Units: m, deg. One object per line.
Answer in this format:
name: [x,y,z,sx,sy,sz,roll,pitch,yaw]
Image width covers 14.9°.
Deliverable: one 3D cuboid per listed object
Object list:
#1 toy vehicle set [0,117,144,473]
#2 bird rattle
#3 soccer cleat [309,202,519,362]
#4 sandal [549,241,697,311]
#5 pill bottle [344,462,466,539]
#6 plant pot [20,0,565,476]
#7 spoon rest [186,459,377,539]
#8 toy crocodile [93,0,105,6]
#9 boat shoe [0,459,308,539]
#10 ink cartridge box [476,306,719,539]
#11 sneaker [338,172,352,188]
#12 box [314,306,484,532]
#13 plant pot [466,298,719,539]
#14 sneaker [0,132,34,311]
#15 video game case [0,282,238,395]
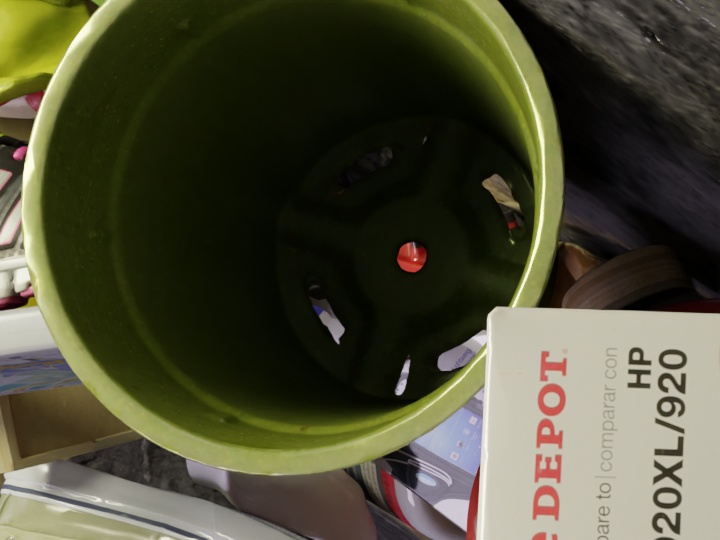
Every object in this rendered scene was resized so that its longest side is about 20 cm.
toy vehicle set: [-0.149,-0.008,1.394,0.027,0.124,0.200,-11,90,53]
bird rattle: [-0.156,-0.110,1.293,0.163,0.113,0.200,3,169,17]
soccer cleat: [0.000,0.000,1.292,0.200,0.069,0.085,13,130,34]
sandal: [0.100,0.014,1.193,0.212,0.078,0.070,92,156,-71]
pill bottle: [0.008,0.059,1.514,0.200,0.120,0.120,27,167,43]
plant pot: [-0.001,-0.015,1.057,0.200,0.200,0.190,34,-178,18]
spoon rest: [-0.047,0.106,1.414,0.099,0.061,0.200,30,164,27]
toy crocodile: [-0.186,-0.146,1.425,0.067,0.062,0.200,-4,-167,-32]
boat shoe: [-0.096,0.144,1.386,0.200,0.062,0.072,13,169,26]
ink cartridge box: [0.139,0.101,0.901,0.200,0.147,0.145,2,163,8]
sneaker: [-0.077,-0.055,1.424,0.088,0.074,0.200,47,168,-26]
box: [0.049,0.055,1.364,0.200,0.119,0.041,38,-150,1]
plant pot: [0.148,0.120,1.089,0.200,0.200,0.183,28,159,42]
sneaker: [-0.144,-0.032,1.209,0.074,0.200,0.087,44,-150,-86]
video game case: [-0.131,0.035,1.231,0.200,0.022,0.182,-9,173,9]
